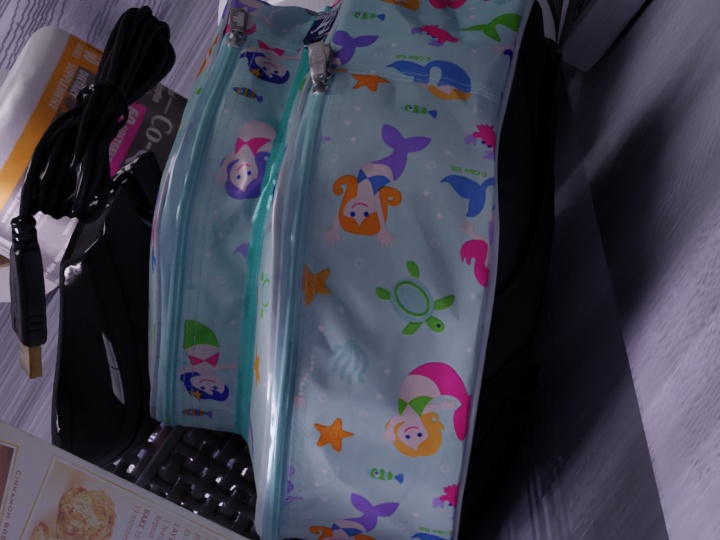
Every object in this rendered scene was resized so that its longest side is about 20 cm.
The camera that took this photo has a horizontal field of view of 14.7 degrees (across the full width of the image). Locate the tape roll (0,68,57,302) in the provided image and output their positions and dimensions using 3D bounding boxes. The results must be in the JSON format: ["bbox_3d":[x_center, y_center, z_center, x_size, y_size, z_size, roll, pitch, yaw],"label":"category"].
[{"bbox_3d":[-0.366,-0.086,2.815,0.203,0.202,0.139,-50,16,47],"label":"tape roll"}]

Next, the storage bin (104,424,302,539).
[{"bbox_3d":[-0.073,0.115,1.179,0.200,0.094,0.135,-55,12,18],"label":"storage bin"}]

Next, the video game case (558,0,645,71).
[{"bbox_3d":[0.140,-0.192,1.188,0.143,0.018,0.200,-53,14,41],"label":"video game case"}]

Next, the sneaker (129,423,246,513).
[{"bbox_3d":[-0.097,0.081,1.359,0.200,0.108,0.070,-48,16,51],"label":"sneaker"}]

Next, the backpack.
[{"bbox_3d":[0.000,0.000,0.995,0.200,0.150,0.178,-89,5,-53],"label":"backpack"}]

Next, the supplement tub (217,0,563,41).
[{"bbox_3d":[0.018,-0.129,1.175,0.140,0.140,0.200,-51,20,44],"label":"supplement tub"}]

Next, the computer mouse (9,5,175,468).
[{"bbox_3d":[-0.092,0.014,1.047,0.141,0.046,0.201,-64,-15,-56],"label":"computer mouse"}]

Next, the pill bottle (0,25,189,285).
[{"bbox_3d":[-0.101,-0.030,1.413,0.117,0.200,0.116,-58,11,19],"label":"pill bottle"}]

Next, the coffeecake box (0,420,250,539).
[{"bbox_3d":[-0.107,0.136,1.013,0.154,0.200,0.073,-46,21,56],"label":"coffeecake box"}]
